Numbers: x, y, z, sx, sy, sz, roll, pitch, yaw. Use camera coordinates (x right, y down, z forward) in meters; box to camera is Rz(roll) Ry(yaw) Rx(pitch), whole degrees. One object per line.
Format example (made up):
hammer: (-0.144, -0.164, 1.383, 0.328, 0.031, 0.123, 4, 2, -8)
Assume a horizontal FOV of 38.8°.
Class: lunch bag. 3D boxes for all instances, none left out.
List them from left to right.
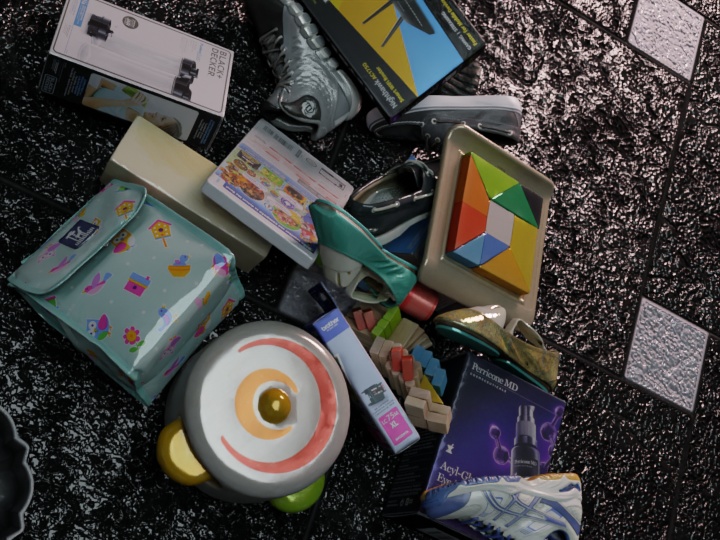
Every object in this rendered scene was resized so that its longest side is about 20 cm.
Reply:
lunch bag: (-0.248, 0.009, 1.071, 0.199, 0.122, 0.171, 36, 70, 15)

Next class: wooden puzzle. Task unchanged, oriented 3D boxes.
wooden puzzle: (0.160, -0.051, 1.227, 0.184, 0.037, 0.203, 26, 69, -32)

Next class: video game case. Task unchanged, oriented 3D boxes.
video game case: (-0.088, -0.093, 1.161, 0.143, 0.018, 0.201, 37, 29, -7)

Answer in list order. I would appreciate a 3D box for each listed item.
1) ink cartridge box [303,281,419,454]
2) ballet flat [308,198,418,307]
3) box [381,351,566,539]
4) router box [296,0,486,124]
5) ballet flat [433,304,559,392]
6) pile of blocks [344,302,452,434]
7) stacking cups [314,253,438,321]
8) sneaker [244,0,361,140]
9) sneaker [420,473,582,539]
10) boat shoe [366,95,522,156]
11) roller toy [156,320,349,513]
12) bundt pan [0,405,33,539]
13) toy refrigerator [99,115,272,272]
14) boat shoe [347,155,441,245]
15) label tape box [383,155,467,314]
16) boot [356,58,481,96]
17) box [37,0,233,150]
ink cartridge box: (-0.011, 0.109, 1.153, 0.042, 0.119, 0.202, -30, 91, -10)
ballet flat: (-0.001, -0.007, 1.114, 0.200, 0.067, 0.071, 35, 80, -51)
box: (0.134, 0.219, 1.198, 0.147, 0.104, 0.202, 26, 68, -15)
router box: (0.035, -0.302, 1.238, 0.149, 0.051, 0.201, -37, 86, -1)
ballet flat: (0.164, 0.079, 1.199, 0.199, 0.070, 0.071, 33, 65, -31)
pile of blocks: (0.050, 0.093, 1.163, 0.081, 0.062, 0.200, -31, 54, -12)
stacking cups: (0.000, 0.000, 1.218, 0.199, 0.060, 0.061, 34, 66, -11)
sneaker: (-0.094, -0.244, 1.234, 0.201, 0.075, 0.115, 50, 62, -6)
sneaker: (0.158, 0.266, 1.097, 0.197, 0.075, 0.090, 3, 76, -23)
boat shoe: (0.107, -0.176, 1.286, 0.197, 0.070, 0.067, -2, 75, -5)
roller toy: (-0.111, 0.151, 1.087, 0.198, 0.140, 0.185, 17, 70, -18)
bundt pan: (-0.417, 0.207, 0.972, 0.199, 0.076, 0.205, 6, 75, -23)
toy refrigerator: (-0.186, -0.086, 1.153, 0.199, 0.076, 0.071, 33, 66, -12)
boat shoe: (0.058, -0.096, 1.214, 0.075, 0.061, 0.200, 22, 43, 29)
label tape box: (0.110, -0.039, 1.278, 0.200, 0.063, 0.145, 43, 63, -9)
boot: (0.079, -0.314, 1.325, 0.156, 0.079, 0.214, 6, 84, -15)
box: (-0.248, -0.226, 1.150, 0.198, 0.060, 0.118, 19, 48, -18)
